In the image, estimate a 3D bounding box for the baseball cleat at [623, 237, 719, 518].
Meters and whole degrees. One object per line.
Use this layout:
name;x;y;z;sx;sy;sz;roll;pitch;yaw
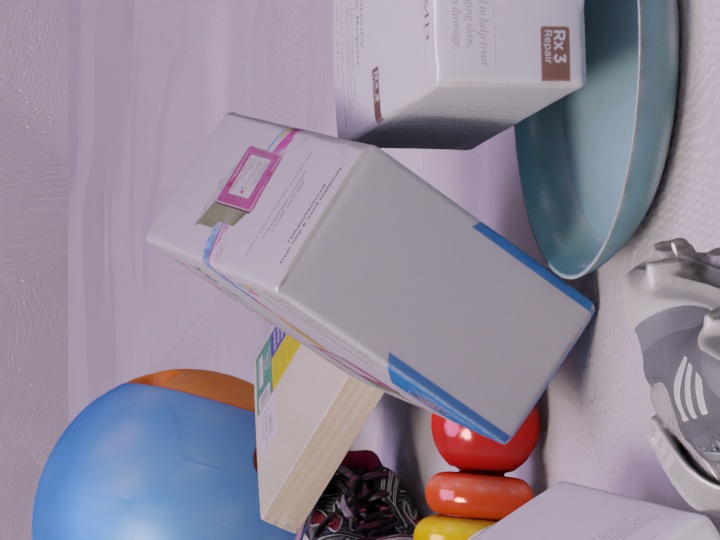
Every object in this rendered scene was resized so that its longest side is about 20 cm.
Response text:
baseball cleat;0.150;0.048;1.078;0.200;0.070;0.107;-122;20;-76

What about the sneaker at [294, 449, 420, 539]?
sneaker;0.000;0.149;1.685;0.200;0.081;0.075;-164;76;-78

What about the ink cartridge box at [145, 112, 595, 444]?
ink cartridge box;0.000;0.000;1.431;0.085;0.144;0.200;-57;22;-4

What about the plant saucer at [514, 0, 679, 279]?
plant saucer;0.107;-0.096;1.329;0.200;0.027;0.200;180;90;-78

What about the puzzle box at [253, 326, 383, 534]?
puzzle box;-0.020;0.051;1.741;0.133;0.025;0.200;-60;15;22

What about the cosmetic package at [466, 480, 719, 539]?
cosmetic package;0.088;0.146;1.199;0.074;0.102;0.200;58;171;-5

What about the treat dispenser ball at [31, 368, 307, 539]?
treat dispenser ball;-0.113;0.164;1.914;0.201;0.201;0.201;180;90;-78

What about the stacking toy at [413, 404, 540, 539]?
stacking toy;0.054;0.149;1.454;0.085;0.085;0.200;178;97;-78

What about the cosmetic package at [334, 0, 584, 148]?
cosmetic package;0.042;-0.118;1.362;0.200;0.074;0.102;147;122;-77
